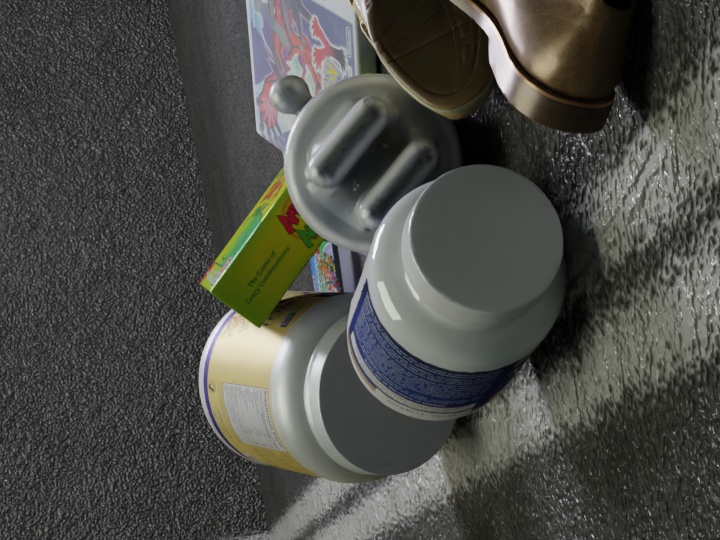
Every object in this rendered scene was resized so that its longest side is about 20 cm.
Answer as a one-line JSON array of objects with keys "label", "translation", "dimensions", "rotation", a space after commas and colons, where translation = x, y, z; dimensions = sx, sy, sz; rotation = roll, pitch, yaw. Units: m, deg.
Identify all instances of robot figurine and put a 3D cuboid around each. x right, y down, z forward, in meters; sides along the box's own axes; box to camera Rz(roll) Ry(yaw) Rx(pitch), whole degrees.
[{"label": "robot figurine", "translation": [0.009, -0.070, 1.092], "dimensions": [0.170, 0.113, 0.200], "rotation": [43, -178, -3]}]

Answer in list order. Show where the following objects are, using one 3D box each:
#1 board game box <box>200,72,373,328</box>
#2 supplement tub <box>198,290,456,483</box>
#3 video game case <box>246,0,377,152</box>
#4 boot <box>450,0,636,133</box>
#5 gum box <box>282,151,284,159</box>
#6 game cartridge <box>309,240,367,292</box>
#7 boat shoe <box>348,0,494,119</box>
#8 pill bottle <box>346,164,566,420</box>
[{"label": "board game box", "translation": [-0.042, -0.054, 1.260], "dimensions": [0.048, 0.200, 0.102], "rotation": [36, 177, -10]}, {"label": "supplement tub", "translation": [-0.026, 0.089, 1.295], "dimensions": [0.200, 0.145, 0.146], "rotation": [-1, 100, 60]}, {"label": "video game case", "translation": [-0.043, -0.174, 1.417], "dimensions": [0.182, 0.023, 0.200], "rotation": [38, 141, 46]}, {"label": "boot", "translation": [0.082, -0.151, 0.803], "dimensions": [0.200, 0.073, 0.076], "rotation": [-117, 37, -48]}, {"label": "gum box", "translation": [-0.042, -0.119, 1.593], "dimensions": [0.200, 0.044, 0.170], "rotation": [133, 126, -79]}, {"label": "game cartridge", "translation": [0.000, 0.000, 1.388], "dimensions": [0.130, 0.038, 0.200], "rotation": [14, 116, 53]}, {"label": "boat shoe", "translation": [0.035, -0.165, 1.039], "dimensions": [0.200, 0.074, 0.066], "rotation": [65, -173, 34]}, {"label": "pill bottle", "translation": [0.055, 0.013, 0.947], "dimensions": [0.200, 0.111, 0.111], "rotation": [109, 150, -72]}]
